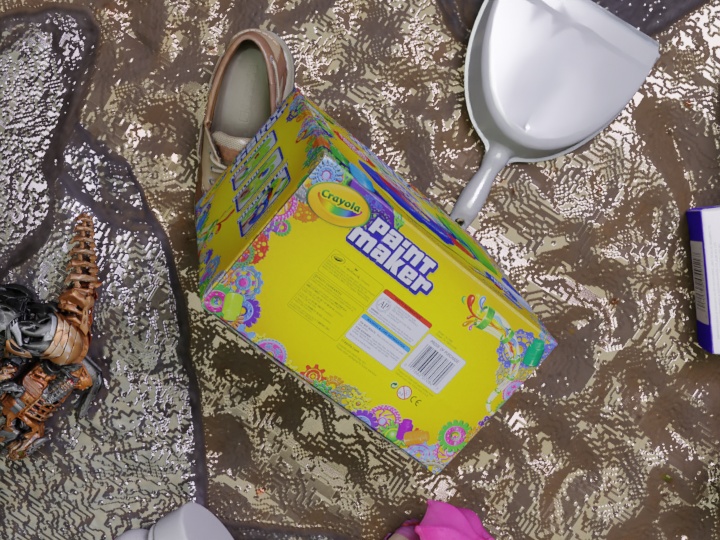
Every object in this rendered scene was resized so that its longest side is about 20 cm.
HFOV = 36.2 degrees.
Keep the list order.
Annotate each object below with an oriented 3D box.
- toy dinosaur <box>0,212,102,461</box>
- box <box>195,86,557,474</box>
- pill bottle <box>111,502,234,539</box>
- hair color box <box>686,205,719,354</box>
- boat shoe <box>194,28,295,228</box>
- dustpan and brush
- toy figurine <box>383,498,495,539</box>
[{"bbox_3d":[-0.264,0.050,0.888,0.135,0.102,0.201,24,78,-11],"label":"toy dinosaur"},{"bbox_3d":[0.000,0.000,0.759,0.200,0.193,0.122,38,101,-21],"label":"box"},{"bbox_3d":[-0.191,0.277,0.869,0.200,0.113,0.114,-35,90,6],"label":"pill bottle"},{"bbox_3d":[0.353,-0.002,0.820,0.199,0.065,0.110,-5,93,8],"label":"hair color box"},{"bbox_3d":[-0.097,-0.089,0.855,0.075,0.072,0.201,5,94,6],"label":"boat shoe"},{"bbox_3d":[0.122,-0.114,0.847,0.139,0.057,0.201,28,90,-9],"label":"dustpan and brush"},{"bbox_3d":[0.022,0.253,0.840,0.184,0.200,0.150,-41,111,-13],"label":"toy figurine"}]
